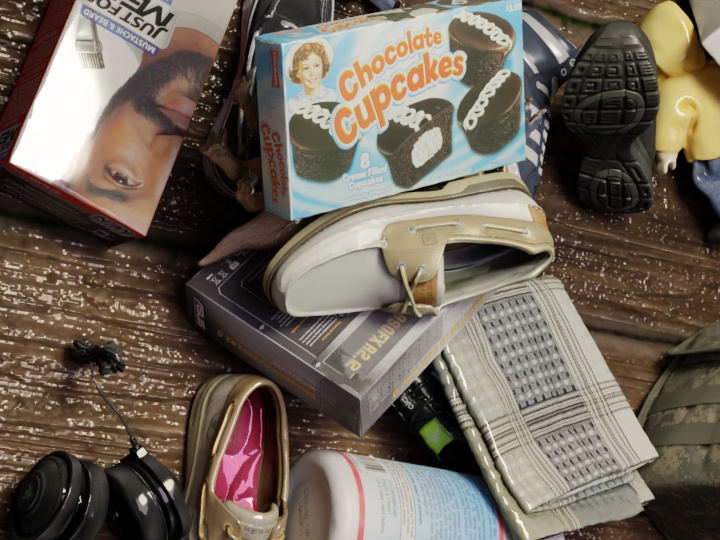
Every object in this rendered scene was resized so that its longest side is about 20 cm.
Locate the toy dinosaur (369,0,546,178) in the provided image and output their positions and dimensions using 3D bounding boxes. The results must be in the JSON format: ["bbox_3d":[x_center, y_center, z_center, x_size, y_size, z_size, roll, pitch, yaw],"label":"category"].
[{"bbox_3d":[0.041,-0.147,1.445,0.104,0.181,0.201,-6,120,-38],"label":"toy dinosaur"}]

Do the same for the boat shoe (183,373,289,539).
[{"bbox_3d":[-0.084,0.168,1.342,0.073,0.069,0.202,5,79,-31],"label":"boat shoe"}]

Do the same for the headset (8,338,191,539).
[{"bbox_3d":[-0.177,0.149,1.302,0.123,0.094,0.202,2,96,-35],"label":"headset"}]

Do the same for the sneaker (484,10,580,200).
[{"bbox_3d":[0.126,-0.108,1.516,0.108,0.070,0.202,-13,86,-30],"label":"sneaker"}]

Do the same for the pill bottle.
[{"bbox_3d":[0.042,0.194,1.392,0.199,0.109,0.110,12,76,-29],"label":"pill bottle"}]

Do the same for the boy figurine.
[{"bbox_3d":[0.277,-0.122,1.614,0.124,0.064,0.201,-35,100,-33],"label":"boy figurine"}]

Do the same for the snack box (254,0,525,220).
[{"bbox_3d":[0.023,-0.112,1.297,0.199,0.037,0.117,-16,113,-33],"label":"snack box"}]

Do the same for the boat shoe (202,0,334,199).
[{"bbox_3d":[-0.055,-0.148,1.411,0.071,0.068,0.201,29,68,-24],"label":"boat shoe"}]

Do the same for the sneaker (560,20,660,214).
[{"bbox_3d":[0.197,-0.131,1.520,0.075,0.201,0.091,7,57,9],"label":"sneaker"}]

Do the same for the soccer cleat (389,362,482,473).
[{"bbox_3d":[0.046,0.086,1.428,0.199,0.067,0.081,35,35,-23],"label":"soccer cleat"}]

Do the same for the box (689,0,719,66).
[{"bbox_3d":[0.373,-0.174,1.616,0.200,0.106,0.153,46,20,-17],"label":"box"}]

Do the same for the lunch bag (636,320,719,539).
[{"bbox_3d":[0.312,0.109,1.538,0.118,0.163,0.201,42,62,-26],"label":"lunch bag"}]

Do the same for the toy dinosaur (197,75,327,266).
[{"bbox_3d":[-0.027,-0.074,1.345,0.135,0.086,0.201,33,79,-39],"label":"toy dinosaur"}]

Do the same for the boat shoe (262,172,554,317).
[{"bbox_3d":[0.035,-0.008,1.308,0.199,0.075,0.069,-19,49,-15],"label":"boat shoe"}]

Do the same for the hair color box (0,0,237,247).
[{"bbox_3d":[-0.169,-0.131,1.343,0.110,0.064,0.201,28,70,-26],"label":"hair color box"}]

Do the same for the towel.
[{"bbox_3d":[0.136,0.098,1.446,0.192,0.034,0.201,-7,68,-53],"label":"towel"}]

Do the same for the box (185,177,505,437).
[{"bbox_3d":[0.000,0.000,1.381,0.158,0.049,0.200,31,59,22],"label":"box"}]
